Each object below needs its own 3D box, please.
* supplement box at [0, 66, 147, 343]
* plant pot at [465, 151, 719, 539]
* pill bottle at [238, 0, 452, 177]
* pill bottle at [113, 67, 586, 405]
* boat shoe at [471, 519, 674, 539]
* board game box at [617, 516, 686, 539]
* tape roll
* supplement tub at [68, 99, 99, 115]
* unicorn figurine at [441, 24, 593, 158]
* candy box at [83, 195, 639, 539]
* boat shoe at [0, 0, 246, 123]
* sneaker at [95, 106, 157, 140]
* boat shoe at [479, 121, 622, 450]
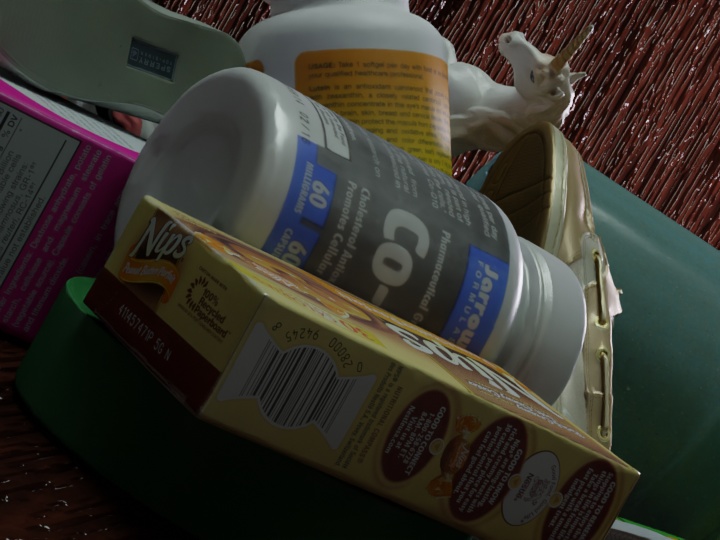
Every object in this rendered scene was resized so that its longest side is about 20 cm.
[{"bbox_3d":[-0.140,-0.023,1.041,0.200,0.104,0.101,28,5,-33],"label":"supplement box"},{"bbox_3d":[0.129,0.040,1.251,0.196,0.200,0.200,37,3,-16],"label":"plant pot"},{"bbox_3d":[-0.008,-0.071,1.149,0.111,0.201,0.111,-2,-6,0],"label":"pill bottle"},{"bbox_3d":[0.000,0.000,0.998,0.200,0.114,0.114,26,6,-34],"label":"pill bottle"},{"bbox_3d":[0.113,0.142,1.009,0.200,0.074,0.067,33,8,35],"label":"boat shoe"},{"bbox_3d":[0.177,0.177,1.065,0.101,0.048,0.200,21,5,-31],"label":"board game box"},{"bbox_3d":[-0.047,0.073,0.935,0.200,0.048,0.200,30,5,-3],"label":"tape roll"},{"bbox_3d":[-0.118,-0.049,1.301,0.200,0.123,0.123,28,5,-23],"label":"supplement tub"},{"bbox_3d":[0.032,-0.087,1.236,0.137,0.200,0.074,44,12,26],"label":"unicorn figurine"},{"bbox_3d":[0.002,0.047,0.881,0.200,0.055,0.115,27,6,-34],"label":"candy box"},{"bbox_3d":[-0.137,-0.111,1.061,0.071,0.070,0.201,11,-7,35],"label":"boat shoe"},{"bbox_3d":[-0.075,-0.037,1.190,0.074,0.087,0.201,137,-68,-79],"label":"sneaker"},{"bbox_3d":[0.095,0.021,1.115,0.069,0.201,0.074,24,-34,-29],"label":"boat shoe"}]
